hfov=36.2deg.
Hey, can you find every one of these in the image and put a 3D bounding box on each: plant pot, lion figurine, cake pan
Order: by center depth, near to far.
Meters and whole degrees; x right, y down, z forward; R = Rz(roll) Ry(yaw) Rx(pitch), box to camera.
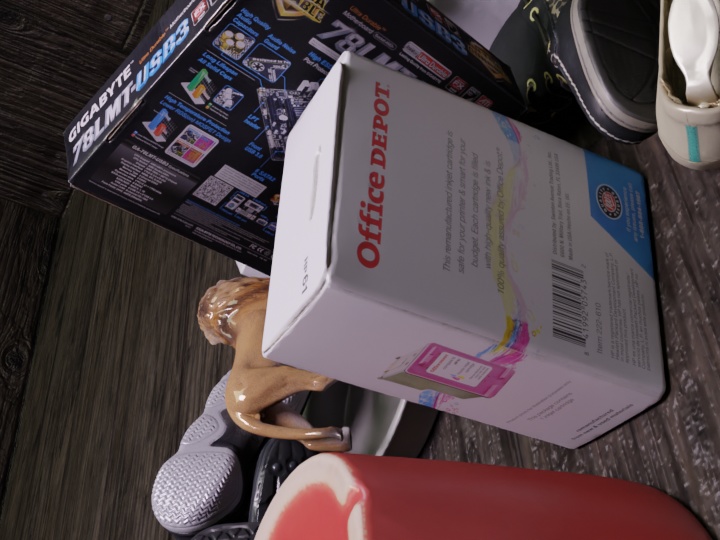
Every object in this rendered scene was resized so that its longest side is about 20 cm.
[{"bbox_3d":[0.044,0.174,0.502,0.201,0.175,0.203,-50,29,42],"label":"plant pot"},{"bbox_3d":[-0.068,0.066,0.818,0.201,0.120,0.074,-94,2,-63],"label":"lion figurine"},{"bbox_3d":[0.012,0.080,0.850,0.201,0.036,0.203,-50,30,43],"label":"cake pan"}]

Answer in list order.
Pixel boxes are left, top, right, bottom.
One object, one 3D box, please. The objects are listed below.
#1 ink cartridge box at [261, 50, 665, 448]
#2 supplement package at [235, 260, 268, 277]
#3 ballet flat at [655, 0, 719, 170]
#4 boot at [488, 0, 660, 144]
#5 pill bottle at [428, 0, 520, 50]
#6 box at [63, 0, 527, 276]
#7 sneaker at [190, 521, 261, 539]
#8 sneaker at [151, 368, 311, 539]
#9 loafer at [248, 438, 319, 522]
[{"bbox_3d":[0.055,-0.007,0.589,0.085,0.197,0.147,-44,34,49],"label":"ink cartridge box"},{"bbox_3d":[-0.052,-0.065,1.012,0.121,0.120,0.200,-66,21,13],"label":"supplement package"},{"bbox_3d":[0.182,-0.153,0.568,0.069,0.068,0.203,-28,51,61],"label":"ballet flat"},{"bbox_3d":[0.124,-0.111,0.691,0.206,0.072,0.155,-94,26,-44],"label":"boot"},{"bbox_3d":[0.085,-0.248,0.835,0.110,0.108,0.202,-57,25,33],"label":"pill bottle"},{"bbox_3d":[-0.036,-0.088,0.645,0.198,0.199,0.050,-42,44,25],"label":"box"},{"bbox_3d":[-0.029,0.213,0.730,0.072,0.197,0.084,-59,-39,-54],"label":"sneaker"},{"bbox_3d":[-0.086,0.156,0.869,0.201,0.074,0.115,-53,-41,-45],"label":"sneaker"},{"bbox_3d":[-0.052,0.222,0.807,0.070,0.067,0.204,155,111,-72],"label":"loafer"}]
